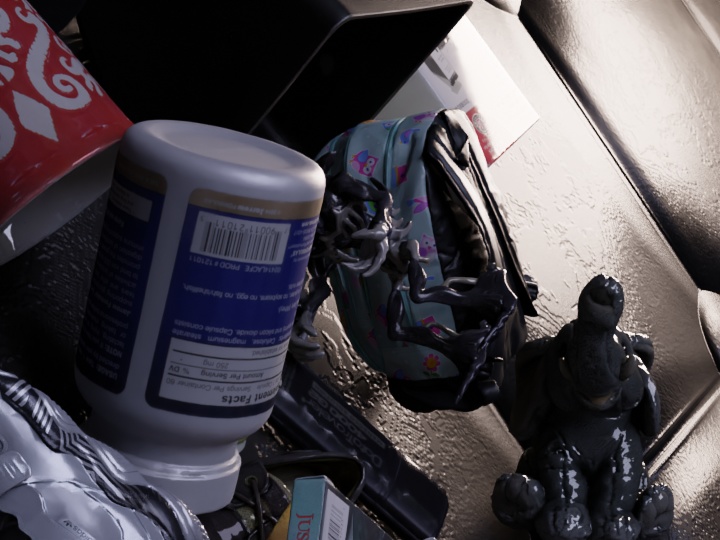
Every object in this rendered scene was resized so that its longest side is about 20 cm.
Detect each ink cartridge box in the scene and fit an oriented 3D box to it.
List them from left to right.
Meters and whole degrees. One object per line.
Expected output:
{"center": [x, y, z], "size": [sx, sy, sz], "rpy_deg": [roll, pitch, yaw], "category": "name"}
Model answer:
{"center": [0.044, -0.168, 1.513], "size": [0.200, 0.083, 0.147], "rpy_deg": [53, 31, -4], "category": "ink cartridge box"}

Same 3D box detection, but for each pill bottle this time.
{"center": [-0.095, 0.026, 0.997], "size": [0.115, 0.201, 0.116], "rpy_deg": [14, 13, -3], "category": "pill bottle"}

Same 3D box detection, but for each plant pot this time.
{"center": [-0.078, -0.173, 1.256], "size": [0.178, 0.200, 0.199], "rpy_deg": [48, 29, 12], "category": "plant pot"}

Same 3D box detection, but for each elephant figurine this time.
{"center": [0.172, 0.095, 1.329], "size": [0.141, 0.155, 0.201], "rpy_deg": [-2, 96, -37], "category": "elephant figurine"}

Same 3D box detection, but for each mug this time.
{"center": [-0.237, -0.112, 1.006], "size": [0.200, 0.133, 0.178], "rpy_deg": [53, 14, 3], "category": "mug"}

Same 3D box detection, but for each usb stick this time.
{"center": [-0.016, 0.113, 1.203], "size": [0.200, 0.033, 0.056], "rpy_deg": [43, 39, -21], "category": "usb stick"}

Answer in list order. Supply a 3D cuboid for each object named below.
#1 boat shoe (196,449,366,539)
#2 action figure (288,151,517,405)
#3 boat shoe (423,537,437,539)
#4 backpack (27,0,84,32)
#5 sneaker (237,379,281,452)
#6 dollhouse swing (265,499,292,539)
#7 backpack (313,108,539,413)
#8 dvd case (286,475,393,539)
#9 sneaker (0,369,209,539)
{"center": [-0.066, 0.144, 1.067], "size": [0.073, 0.065, 0.200], "rpy_deg": [58, 31, 4], "category": "boat shoe"}
{"center": [0.000, 0.000, 1.173], "size": [0.200, 0.119, 0.102], "rpy_deg": [31, 44, 5], "category": "action figure"}
{"center": [0.064, 0.210, 1.191], "size": [0.200, 0.072, 0.069], "rpy_deg": [11, 30, -42], "category": "boat shoe"}
{"center": [-0.231, -0.266, 1.134], "size": [0.200, 0.167, 0.127], "rpy_deg": [53, 16, 22], "category": "backpack"}
{"center": [-0.092, 0.021, 1.124], "size": [0.077, 0.089, 0.200], "rpy_deg": [18, 42, -48], "category": "sneaker"}
{"center": [-0.023, 0.258, 0.929], "size": [0.176, 0.182, 0.200], "rpy_deg": [34, 30, 3], "category": "dollhouse swing"}
{"center": [0.044, -0.013, 1.288], "size": [0.167, 0.126, 0.201], "rpy_deg": [-61, 137, -65], "category": "backpack"}
{"center": [0.004, 0.209, 0.933], "size": [0.200, 0.022, 0.146], "rpy_deg": [52, 39, -56], "category": "dvd case"}
{"center": [-0.174, 0.132, 0.912], "size": [0.200, 0.075, 0.115], "rpy_deg": [36, 41, -14], "category": "sneaker"}
